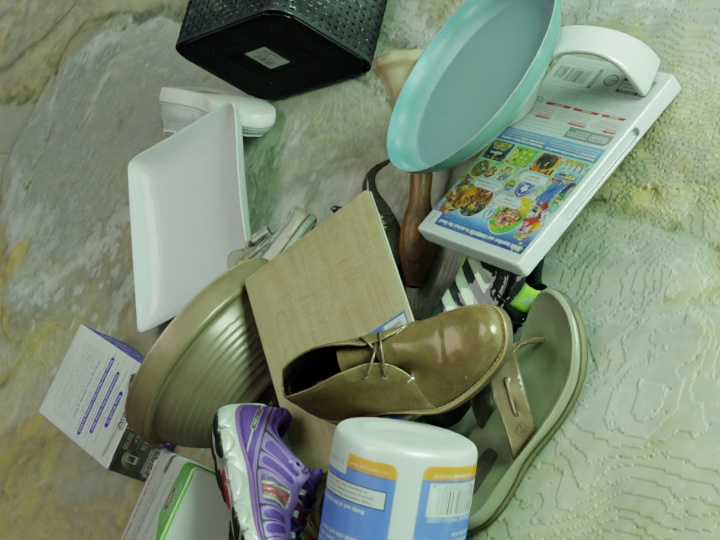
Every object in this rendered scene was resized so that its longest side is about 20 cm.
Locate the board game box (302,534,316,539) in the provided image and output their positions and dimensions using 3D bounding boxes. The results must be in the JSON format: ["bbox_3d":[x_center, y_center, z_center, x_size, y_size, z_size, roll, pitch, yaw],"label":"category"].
[{"bbox_3d":[-0.086,0.330,1.333,0.152,0.046,0.201,-58,20,30],"label":"board game box"}]

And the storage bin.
[{"bbox_3d":[-0.081,-0.257,1.684,0.199,0.135,0.095,-10,61,50],"label":"storage bin"}]

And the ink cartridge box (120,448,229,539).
[{"bbox_3d":[-0.157,0.246,1.451,0.147,0.083,0.200,-66,12,-7],"label":"ink cartridge box"}]

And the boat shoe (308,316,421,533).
[{"bbox_3d":[-0.004,0.128,1.392,0.074,0.075,0.202,8,75,58],"label":"boat shoe"}]

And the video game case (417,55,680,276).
[{"bbox_3d":[0.149,-0.089,1.321,0.200,0.018,0.143,-49,32,-12],"label":"video game case"}]

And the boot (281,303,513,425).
[{"bbox_3d":[0.025,0.073,1.258,0.199,0.075,0.074,-22,63,33],"label":"boot"}]

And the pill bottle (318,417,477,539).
[{"bbox_3d":[0.021,0.221,1.241,0.112,0.111,0.202,18,101,56],"label":"pill bottle"}]

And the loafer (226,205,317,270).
[{"bbox_3d":[-0.119,0.013,1.605,0.201,0.063,0.072,-55,-5,17],"label":"loafer"}]

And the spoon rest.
[{"bbox_3d":[0.144,-0.161,1.339,0.199,0.061,0.100,-7,45,42],"label":"spoon rest"}]

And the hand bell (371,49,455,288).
[{"bbox_3d":[0.055,-0.084,1.462,0.104,0.103,0.202,-8,76,51],"label":"hand bell"}]

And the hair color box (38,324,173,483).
[{"bbox_3d":[-0.258,0.139,1.732,0.200,0.064,0.110,24,87,58],"label":"hair color box"}]

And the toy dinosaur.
[{"bbox_3d":[0.000,0.000,1.487,0.102,0.077,0.201,21,73,36],"label":"toy dinosaur"}]

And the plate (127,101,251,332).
[{"bbox_3d":[-0.175,-0.052,1.739,0.199,0.032,0.202,-24,67,45],"label":"plate"}]

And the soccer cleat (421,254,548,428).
[{"bbox_3d":[0.102,0.033,1.319,0.081,0.067,0.202,8,73,53],"label":"soccer cleat"}]

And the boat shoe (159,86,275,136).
[{"bbox_3d":[-0.161,-0.159,1.798,0.199,0.072,0.069,16,108,46],"label":"boat shoe"}]

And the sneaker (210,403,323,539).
[{"bbox_3d":[-0.065,0.188,1.295,0.081,0.083,0.202,102,159,-55],"label":"sneaker"}]

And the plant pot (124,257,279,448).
[{"bbox_3d":[-0.115,0.095,1.502,0.093,0.201,0.202,39,103,18],"label":"plant pot"}]

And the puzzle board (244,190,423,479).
[{"bbox_3d":[-0.017,0.056,1.357,0.150,0.017,0.202,-35,58,28],"label":"puzzle board"}]

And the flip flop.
[{"bbox_3d":[0.109,0.106,1.267,0.201,0.057,0.081,-60,34,7],"label":"flip flop"}]

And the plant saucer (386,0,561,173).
[{"bbox_3d":[0.096,-0.159,1.338,0.200,0.027,0.201,-43,26,27],"label":"plant saucer"}]
